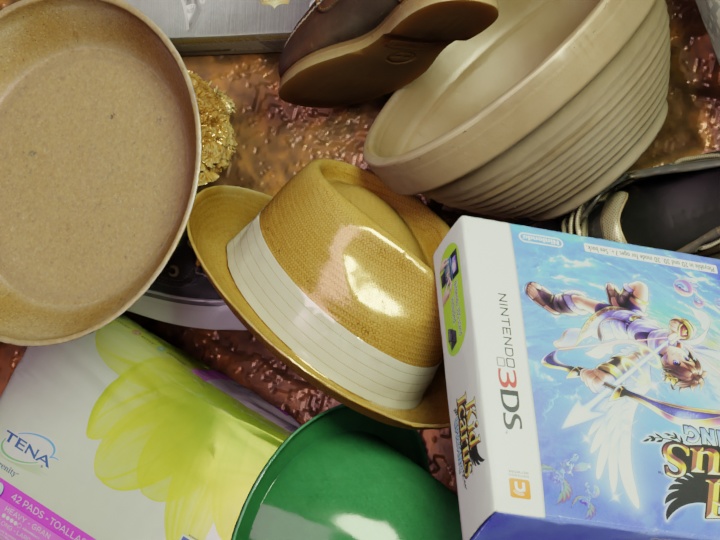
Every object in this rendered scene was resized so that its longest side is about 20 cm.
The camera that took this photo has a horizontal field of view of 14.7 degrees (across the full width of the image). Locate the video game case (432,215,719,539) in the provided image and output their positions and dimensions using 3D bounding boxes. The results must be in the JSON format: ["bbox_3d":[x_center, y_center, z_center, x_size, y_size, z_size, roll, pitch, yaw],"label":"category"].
[{"bbox_3d":[0.143,0.070,1.464,0.199,0.045,0.182,9,54,-19],"label":"video game case"}]

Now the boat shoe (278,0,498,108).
[{"bbox_3d":[0.016,-0.148,1.563,0.200,0.070,0.071,-26,64,53],"label":"boat shoe"}]

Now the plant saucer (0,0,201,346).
[{"bbox_3d":[-0.164,-0.055,1.557,0.199,0.035,0.201,-6,78,28],"label":"plant saucer"}]

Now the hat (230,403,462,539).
[{"bbox_3d":[0.055,0.170,1.495,0.176,0.200,0.166,17,108,37],"label":"hat"}]

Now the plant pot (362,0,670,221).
[{"bbox_3d":[0.105,-0.095,1.553,0.201,0.201,0.093,-40,106,9],"label":"plant pot"}]

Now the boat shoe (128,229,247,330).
[{"bbox_3d":[-0.117,-0.016,1.637,0.199,0.070,0.066,11,120,15],"label":"boat shoe"}]

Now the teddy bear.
[{"bbox_3d":[-0.175,-0.092,1.661,0.199,0.145,0.067,8,110,27],"label":"teddy bear"}]

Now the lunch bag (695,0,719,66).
[{"bbox_3d":[0.252,-0.144,1.491,0.139,0.168,0.201,-26,72,14],"label":"lunch bag"}]

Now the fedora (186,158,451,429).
[{"bbox_3d":[0.000,0.000,1.542,0.201,0.200,0.082,46,113,21],"label":"fedora"}]

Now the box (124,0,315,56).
[{"bbox_3d":[-0.061,-0.212,1.682,0.199,0.048,0.159,0,80,20],"label":"box"}]

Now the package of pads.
[{"bbox_3d":[-0.128,0.121,1.636,0.200,0.068,0.155,29,91,22],"label":"package of pads"}]

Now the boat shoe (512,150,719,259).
[{"bbox_3d":[0.142,-0.024,1.560,0.199,0.073,0.075,-24,73,15],"label":"boat shoe"}]
